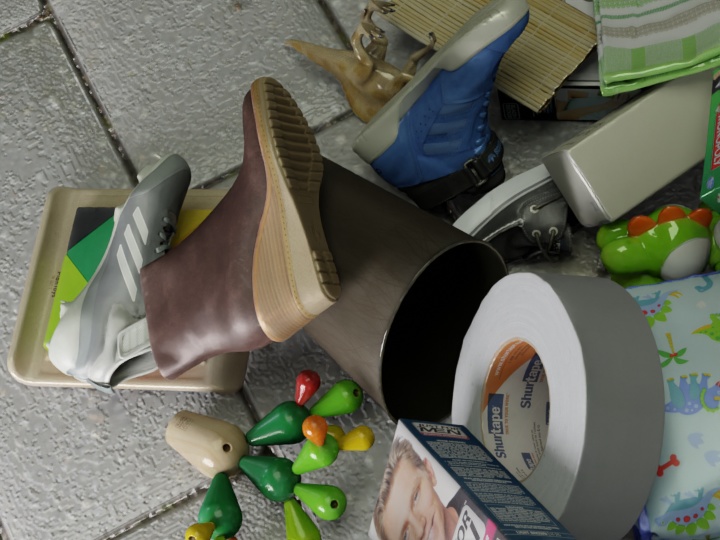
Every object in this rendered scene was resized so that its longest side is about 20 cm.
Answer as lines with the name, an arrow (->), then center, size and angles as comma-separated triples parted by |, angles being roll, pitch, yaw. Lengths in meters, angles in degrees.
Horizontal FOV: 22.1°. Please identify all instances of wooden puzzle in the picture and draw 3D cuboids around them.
wooden puzzle -> -0.183, 0.010, 1.532 | 0.199, 0.037, 0.186 | 3, 63, 11

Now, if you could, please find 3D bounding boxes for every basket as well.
basket -> 0.000, 0.000, 1.443 | 0.136, 0.181, 0.200 | -32, 51, -27

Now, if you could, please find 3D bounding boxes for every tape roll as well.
tape roll -> 0.139, 0.103, 1.332 | 0.066, 0.200, 0.201 | 4, 58, -24

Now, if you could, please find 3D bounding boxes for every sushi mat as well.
sushi mat -> 0.109, -0.209, 1.543 | 0.200, 0.012, 0.096 | 36, 83, 35

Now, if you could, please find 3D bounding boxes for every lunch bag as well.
lunch bag -> 0.268, 0.097, 1.356 | 0.169, 0.127, 0.201 | -10, 72, 4

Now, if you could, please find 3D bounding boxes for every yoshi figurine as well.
yoshi figurine -> 0.279, -0.006, 1.444 | 0.199, 0.112, 0.113 | 0, 102, -6

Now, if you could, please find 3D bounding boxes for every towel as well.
towel -> 0.253, -0.215, 1.447 | 0.149, 0.031, 0.200 | -15, 34, 16

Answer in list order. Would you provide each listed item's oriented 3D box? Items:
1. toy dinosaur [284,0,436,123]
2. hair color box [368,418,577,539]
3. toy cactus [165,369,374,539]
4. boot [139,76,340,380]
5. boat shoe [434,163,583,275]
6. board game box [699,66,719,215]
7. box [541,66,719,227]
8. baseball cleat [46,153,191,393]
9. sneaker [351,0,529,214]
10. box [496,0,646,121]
toy dinosaur -> 0.006, -0.173, 1.566 | 0.200, 0.101, 0.058 | 31, 41, 20
hair color box -> 0.077, 0.191, 1.298 | 0.060, 0.100, 0.200 | 8, 16, -24
toy cactus -> -0.085, 0.153, 1.418 | 0.165, 0.102, 0.200 | 23, 77, 31
boot -> -0.106, -0.032, 1.398 | 0.166, 0.072, 0.201 | -23, 69, 27
boat shoe -> 0.155, -0.042, 1.487 | 0.200, 0.070, 0.066 | -29, 60, -15
board game box -> 0.331, -0.050, 1.359 | 0.029, 0.200, 0.135 | -32, 32, 41
box -> 0.245, -0.116, 1.434 | 0.200, 0.082, 0.069 | -34, 93, -9
baseball cleat -> -0.168, 0.006, 1.483 | 0.106, 0.070, 0.201 | 25, 80, 18
sneaker -> 0.093, -0.127, 1.486 | 0.111, 0.200, 0.077 | 43, 31, -6
box -> 0.219, -0.188, 1.552 | 0.199, 0.060, 0.117 | 3, 64, 11
